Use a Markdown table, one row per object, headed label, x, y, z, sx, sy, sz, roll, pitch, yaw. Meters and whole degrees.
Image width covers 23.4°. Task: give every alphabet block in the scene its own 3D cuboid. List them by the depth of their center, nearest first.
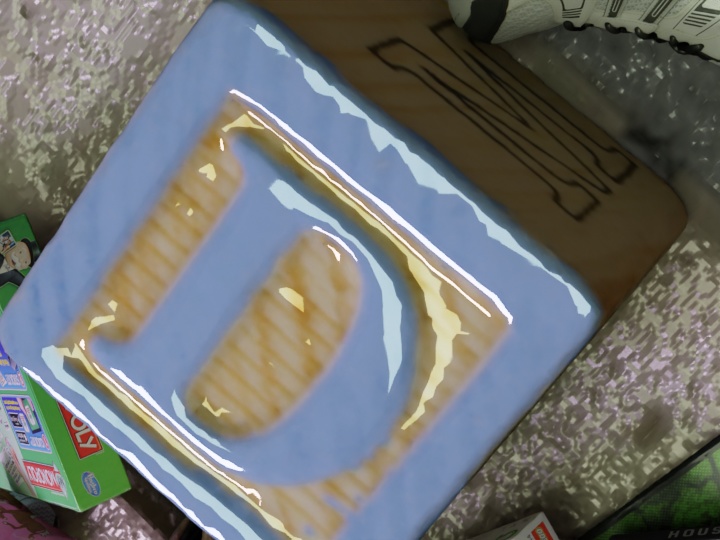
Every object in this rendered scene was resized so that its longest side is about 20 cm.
| label | x | y | z | sx | sy | sz | roll | pitch | yaw |
| --- | --- | --- | --- | --- | --- | --- | --- | --- | --- |
| alphabet block | 0.000 | 0.000 | 0.763 | 0.196 | 0.200 | 0.195 | 42 | 114 | 7 |

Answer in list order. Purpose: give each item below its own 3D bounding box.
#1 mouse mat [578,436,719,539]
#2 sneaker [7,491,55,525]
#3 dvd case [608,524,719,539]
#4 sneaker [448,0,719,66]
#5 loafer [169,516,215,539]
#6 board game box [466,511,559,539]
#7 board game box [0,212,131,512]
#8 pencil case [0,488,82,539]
| label | x | y | z | sx | sy | sz | roll | pitch | yaw |
| --- | --- | --- | --- | --- | --- | --- | --- | --- | --- |
| mouse mat | 0.160 | 0.191 | 0.846 | 0.200 | 0.008 | 0.161 | -41 | 87 | 25 |
| sneaker | -0.212 | 0.219 | 0.962 | 0.071 | 0.073 | 0.200 | 6 | 86 | 32 |
| dvd case | 0.205 | 0.213 | 0.809 | 0.150 | 0.025 | 0.200 | -9 | 101 | 23 |
| sneaker | 0.136 | -0.121 | 0.751 | 0.200 | 0.076 | 0.088 | -15 | 97 | 23 |
| loafer | -0.112 | 0.190 | 0.913 | 0.200 | 0.063 | 0.072 | -51 | 46 | 20 |
| board game box | 0.040 | 0.208 | 0.862 | 0.200 | 0.035 | 0.126 | -29 | 91 | 38 |
| board game box | -0.175 | 0.047 | 0.862 | 0.200 | 0.029 | 0.135 | -8 | 105 | 67 |
| pencil case | -0.135 | 0.163 | 0.826 | 0.200 | 0.087 | 0.083 | 14 | 143 | 42 |
